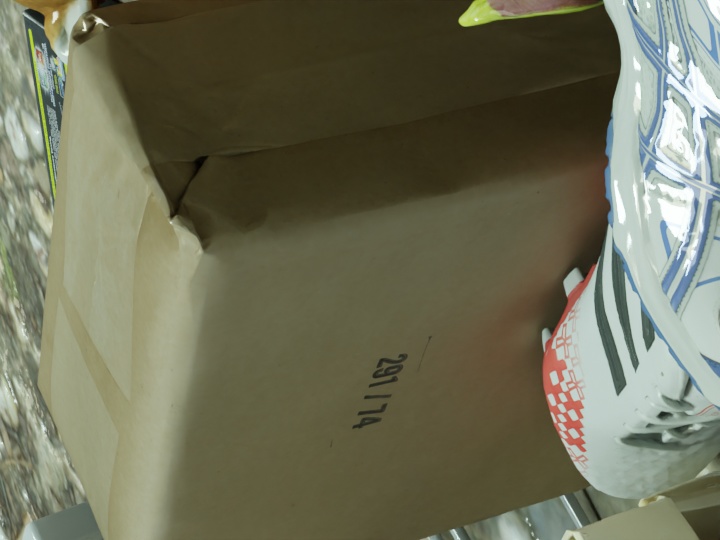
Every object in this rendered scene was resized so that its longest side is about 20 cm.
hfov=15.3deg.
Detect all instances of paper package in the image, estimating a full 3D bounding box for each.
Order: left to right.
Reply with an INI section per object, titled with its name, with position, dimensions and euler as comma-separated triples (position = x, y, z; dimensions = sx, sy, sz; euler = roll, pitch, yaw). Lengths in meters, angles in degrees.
[paper package]
position = 0.000, 0.000, 0.869
dimensions = 0.200, 0.190, 0.104
euler = 104, 146, -49

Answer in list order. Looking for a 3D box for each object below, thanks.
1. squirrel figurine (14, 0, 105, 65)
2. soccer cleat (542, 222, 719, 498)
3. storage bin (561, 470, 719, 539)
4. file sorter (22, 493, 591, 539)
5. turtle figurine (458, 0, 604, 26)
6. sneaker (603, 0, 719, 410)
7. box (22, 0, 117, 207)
[squirrel figurine]
position = -0.044, -0.135, 0.860
dimensions = 0.187, 0.199, 0.142
euler = -37, 52, 50
[soccer cleat]
position = 0.100, 0.020, 0.795
dimensions = 0.200, 0.068, 0.085
euler = 97, 158, -49
[storage bin]
position = 0.126, 0.198, 0.842
dimensions = 0.200, 0.093, 0.199
euler = 57, 152, 36
[file sorter]
position = -0.018, 0.140, 1.000
dimensions = 0.125, 0.200, 0.139
euler = 62, 155, 22
[turtle figurine]
position = 0.040, -0.155, 0.733
dimensions = 0.200, 0.064, 0.162
euler = -77, -28, -76
[sneaker]
position = 0.102, -0.046, 0.653
dimensions = 0.088, 0.075, 0.201
euler = -4, 106, 70
[box]
position = -0.103, -0.018, 1.292
dimensions = 0.160, 0.044, 0.201
euler = 36, 137, 57
